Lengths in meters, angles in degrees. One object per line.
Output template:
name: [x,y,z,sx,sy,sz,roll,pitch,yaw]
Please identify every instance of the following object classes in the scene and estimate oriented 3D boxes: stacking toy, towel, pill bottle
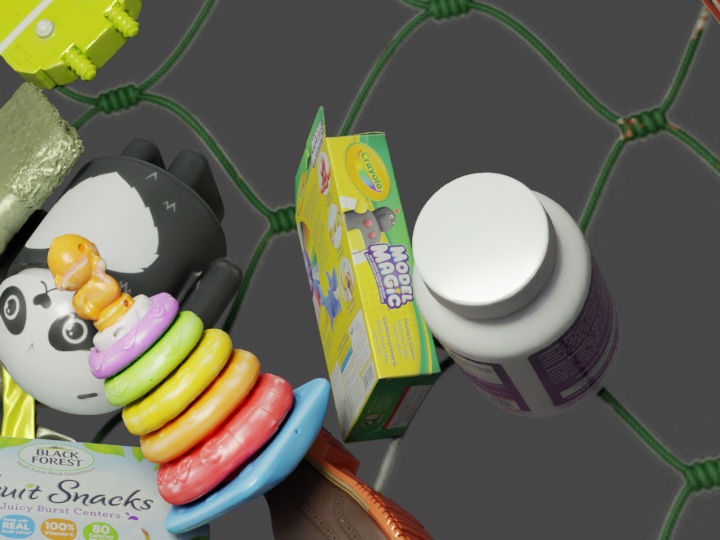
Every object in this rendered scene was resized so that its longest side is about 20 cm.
stacking toy: [-0.127,0.057,1.224,0.110,0.200,0.116,-29,18,43]
towel: [-0.261,-0.061,1.394,0.149,0.036,0.200,-49,23,-2]
pill bottle: [0.095,0.014,1.224,0.111,0.200,0.113,-5,69,14]

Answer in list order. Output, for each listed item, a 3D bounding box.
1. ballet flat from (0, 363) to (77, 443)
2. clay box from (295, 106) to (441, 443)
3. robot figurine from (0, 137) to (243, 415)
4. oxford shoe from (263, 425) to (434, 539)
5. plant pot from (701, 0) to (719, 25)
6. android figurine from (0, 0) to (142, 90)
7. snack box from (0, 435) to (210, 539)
ballet flat: [-0.230,0.105,1.374,0.067,0.067,0.201,1,72,-5]
clay box: [0.000,0.000,1.304,0.047,0.115,0.201,-5,66,-15]
robot figurine: [-0.169,0.002,1.335,0.150,0.125,0.201,-22,31,53]
oxford shoe: [-0.009,0.170,1.271,0.073,0.071,0.200,-48,51,2]
plant pot: [0.290,-0.238,1.267,0.182,0.200,0.201,-37,64,11]
android figurine: [-0.247,-0.220,1.507,0.182,0.041,0.200,-44,63,-2]
snack box: [-0.198,0.172,1.259,0.198,0.053,0.143,6,34,-11]
